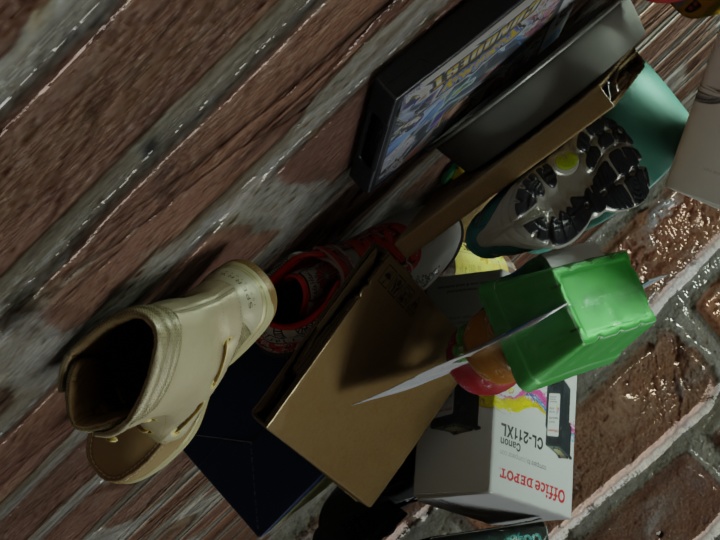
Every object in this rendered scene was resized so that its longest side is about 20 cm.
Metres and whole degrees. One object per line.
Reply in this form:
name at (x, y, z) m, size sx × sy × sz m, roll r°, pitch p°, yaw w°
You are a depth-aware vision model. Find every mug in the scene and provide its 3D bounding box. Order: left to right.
mug at (0.187, -0.114, 1.389) m, size 0.152 × 0.114 × 0.185 m, roll -34°, pitch -166°, yaw 31°

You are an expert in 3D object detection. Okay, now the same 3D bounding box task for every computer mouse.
computer mouse at (0.050, 0.226, 1.518) m, size 0.200 × 0.034 × 0.059 m, roll -19°, pitch 159°, yaw -11°

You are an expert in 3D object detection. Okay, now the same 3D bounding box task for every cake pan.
cake pan at (0.138, -0.142, 1.254) m, size 0.200 × 0.037 × 0.200 m, roll -38°, pitch -176°, yaw 3°

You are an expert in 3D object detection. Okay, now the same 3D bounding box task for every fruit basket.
fruit basket at (0.114, 0.048, 1.264) m, size 0.200 × 0.094 × 0.185 m, roll -22°, pitch 174°, yaw 42°

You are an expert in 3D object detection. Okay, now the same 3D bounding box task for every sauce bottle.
sauce bottle at (0.069, 0.000, 1.514) m, size 0.065 × 0.065 × 0.200 m, roll -46°, pitch 149°, yaw 23°

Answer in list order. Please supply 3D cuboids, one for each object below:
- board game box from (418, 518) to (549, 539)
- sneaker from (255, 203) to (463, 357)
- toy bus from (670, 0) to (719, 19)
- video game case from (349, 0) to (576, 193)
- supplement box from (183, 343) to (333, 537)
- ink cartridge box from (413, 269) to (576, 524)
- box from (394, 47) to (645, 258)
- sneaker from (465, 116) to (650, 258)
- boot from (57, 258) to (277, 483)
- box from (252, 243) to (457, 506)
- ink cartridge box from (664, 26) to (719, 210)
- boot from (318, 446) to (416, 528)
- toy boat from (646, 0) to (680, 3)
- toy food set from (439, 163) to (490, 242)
board game box at (0.056, 0.261, 1.483) m, size 0.135 × 0.028 × 0.200 m, roll -2°, pitch 165°, yaw -37°
sneaker at (0.000, 0.001, 1.314) m, size 0.201 × 0.067 × 0.108 m, roll -30°, pitch 170°, yaw -7°
toy bus at (0.299, -0.262, 1.388) m, size 0.065 × 0.078 × 0.200 m, roll -46°, pitch 170°, yaw 25°
video game case at (0.080, -0.150, 1.141) m, size 0.200 × 0.026 × 0.181 m, roll -40°, pitch 171°, yaw -15°
supplement box at (-0.033, 0.108, 1.522) m, size 0.200 × 0.134 × 0.200 m, roll -47°, pitch 170°, yaw 31°
ink cartridge box at (0.125, 0.117, 1.464) m, size 0.083 × 0.200 × 0.146 m, roll -8°, pitch 159°, yaw 35°
box at (0.125, -0.092, 1.259) m, size 0.200 × 0.021 × 0.163 m, roll -36°, pitch -176°, yaw 24°
sneaker at (0.153, -0.062, 1.262) m, size 0.200 × 0.078 × 0.080 m, roll -26°, pitch 180°, yaw -44°
boot at (-0.152, 0.085, 1.087) m, size 0.200 × 0.073 × 0.155 m, roll -49°, pitch 170°, yaw 26°
box at (0.009, 0.089, 1.310) m, size 0.164 × 0.021 × 0.200 m, roll -55°, pitch 146°, yaw -8°
ink cartridge box at (0.317, -0.154, 1.285) m, size 0.147 × 0.083 × 0.200 m, roll -35°, pitch 145°, yaw -65°
boot at (0.018, 0.207, 1.562) m, size 0.165 × 0.066 × 0.200 m, roll -39°, pitch 171°, yaw -1°
toy boat at (0.248, -0.235, 1.121) m, size 0.130 × 0.131 × 0.200 m, roll -42°, pitch 171°, yaw -1°
toy food set at (0.140, -0.100, 1.571) m, size 0.200 × 0.049 × 0.198 m, roll -38°, pitch 170°, yaw -24°
